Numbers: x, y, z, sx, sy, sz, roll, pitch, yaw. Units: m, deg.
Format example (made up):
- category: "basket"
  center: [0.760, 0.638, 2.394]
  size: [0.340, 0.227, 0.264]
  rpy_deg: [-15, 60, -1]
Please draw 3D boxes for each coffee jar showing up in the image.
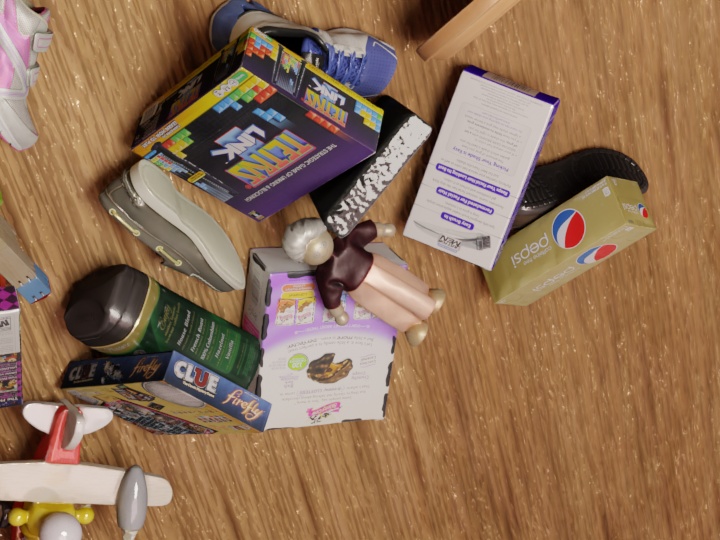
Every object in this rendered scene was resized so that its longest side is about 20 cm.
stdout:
- category: "coffee jar"
  center: [-0.210, 0.068, 1.506]
  size: [0.200, 0.104, 0.085]
  rpy_deg: [33, 62, -35]

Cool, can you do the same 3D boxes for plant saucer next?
- category: "plant saucer"
  center: [0.142, -0.278, 1.449]
  size: [0.200, 0.200, 0.032]
  rpy_deg: [-41, 95, -2]

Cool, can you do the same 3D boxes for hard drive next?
- category: "hard drive"
  center: [0.005, -0.112, 1.462]
  size: [0.033, 0.200, 0.140]
  rpy_deg: [39, 96, -12]

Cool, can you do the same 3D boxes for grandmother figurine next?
- category: "grandmother figurine"
  center: [0.000, 0.000, 1.522]
  size: [0.200, 0.061, 0.121]
  rpy_deg: [30, 78, -29]

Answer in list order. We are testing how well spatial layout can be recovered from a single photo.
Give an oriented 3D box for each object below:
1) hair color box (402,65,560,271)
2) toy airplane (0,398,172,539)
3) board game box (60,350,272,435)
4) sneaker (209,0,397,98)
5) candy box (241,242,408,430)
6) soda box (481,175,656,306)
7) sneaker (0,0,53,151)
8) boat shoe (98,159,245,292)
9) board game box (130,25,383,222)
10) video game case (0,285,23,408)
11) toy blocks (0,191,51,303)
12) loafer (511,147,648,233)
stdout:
- category: "hair color box"
  center: [0.134, -0.114, 1.576]
  size: [0.109, 0.065, 0.200]
  rpy_deg: [23, 107, 9]
- category: "toy airplane"
  center: [-0.321, 0.236, 1.505]
  size: [0.200, 0.141, 0.199]
  rpy_deg: [-29, 129, -3]
- category: "board game box"
  center: [-0.206, 0.132, 1.494]
  size: [0.135, 0.200, 0.035]
  rpy_deg: [33, 64, -35]
- category: "sneaker"
  center: [-0.048, -0.207, 1.438]
  size: [0.199, 0.115, 0.081]
  rpy_deg: [12, 110, -30]
- category: "candy box"
  center: [-0.047, 0.075, 1.610]
  size: [0.168, 0.072, 0.200]
  rpy_deg: [-3, 116, -25]
- category: "soda box"
  center: [0.233, -0.030, 1.628]
  size: [0.200, 0.064, 0.068]
  rpy_deg: [-34, 154, 35]
- category: "sneaker"
  center: [-0.326, -0.207, 1.324]
  size: [0.088, 0.081, 0.200]
  rpy_deg: [-18, 122, -15]
- category: "boat shoe"
  center: [-0.193, -0.037, 1.486]
  size: [0.060, 0.072, 0.202]
  rpy_deg: [-28, 134, 15]
- category: "board game box"
  center: [-0.104, -0.137, 1.402]
  size: [0.165, 0.057, 0.200]
  rpy_deg: [30, 144, -27]
- category: "video game case"
  center: [-0.434, 0.089, 1.392]
  size: [0.200, 0.036, 0.181]
  rpy_deg: [-8, 146, -17]
- category: "toy blocks"
  center: [-0.403, 0.010, 1.400]
  size: [0.200, 0.100, 0.137]
  rpy_deg: [-30, 134, 4]
- category: "loafer"
  center: [0.246, -0.092, 1.678]
  size: [0.200, 0.073, 0.071]
  rpy_deg: [-9, 151, -21]
